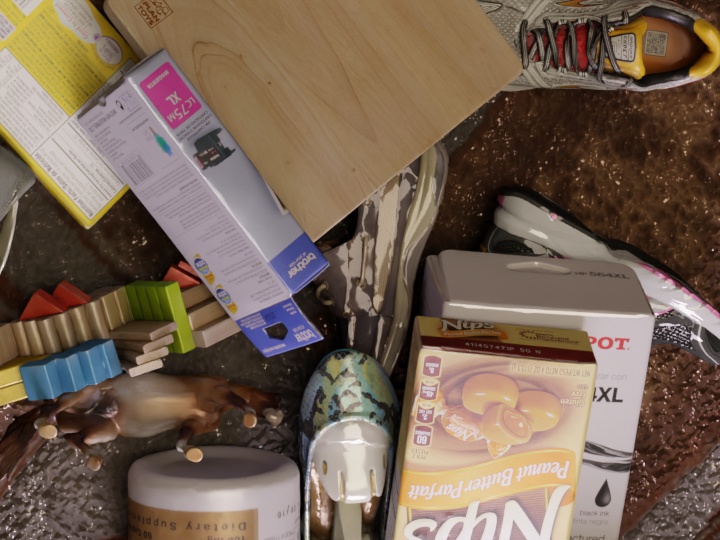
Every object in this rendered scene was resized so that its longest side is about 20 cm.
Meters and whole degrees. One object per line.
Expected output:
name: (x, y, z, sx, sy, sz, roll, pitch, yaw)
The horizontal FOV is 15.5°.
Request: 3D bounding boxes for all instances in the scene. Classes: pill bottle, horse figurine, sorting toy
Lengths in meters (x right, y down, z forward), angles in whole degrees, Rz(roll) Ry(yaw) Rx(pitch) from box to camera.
pill bottle: (-0.095, 0.224, 1.739, 0.114, 0.114, 0.201, -3, 99, -18)
horse figurine: (-0.144, 0.095, 1.712, 0.199, 0.133, 0.050, -5, 103, -5)
sorting toy: (-0.035, -0.145, 1.706, 0.199, 0.070, 0.200, -39, 93, -17)

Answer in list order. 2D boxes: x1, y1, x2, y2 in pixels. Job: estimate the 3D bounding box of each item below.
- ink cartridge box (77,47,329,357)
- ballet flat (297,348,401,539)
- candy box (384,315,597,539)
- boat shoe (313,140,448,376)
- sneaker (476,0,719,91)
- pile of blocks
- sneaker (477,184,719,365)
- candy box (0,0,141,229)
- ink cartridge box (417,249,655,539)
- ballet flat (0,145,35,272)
ink cartridge box: (-0.091, -0.039, 1.653, 0.042, 0.119, 0.200, -37, 96, -22)
ballet flat: (-0.006, 0.146, 1.741, 0.074, 0.074, 0.201, -12, 128, -16)
candy box: (0.080, 0.134, 1.705, 0.115, 0.055, 0.201, 5, 112, -4)
boat shoe: (0.000, 0.000, 1.770, 0.073, 0.074, 0.201, 16, 86, -8)
sneaker: (0.153, -0.159, 1.784, 0.199, 0.082, 0.078, -3, 99, -18)
pile of blocks: (-0.170, 0.035, 1.704, 0.199, 0.082, 0.063, -19, 103, -15)
sneaker: (0.162, 0.020, 1.827, 0.199, 0.080, 0.087, 29, 100, -12)
candy box: (-0.206, -0.134, 1.696, 0.102, 0.026, 0.200, -44, 108, -8)
ink cartridge box: (0.107, 0.098, 1.769, 0.145, 0.084, 0.201, 3, 113, -7)
ballet flat: (-0.268, 0.013, 1.677, 0.064, 0.067, 0.201, 30, 88, -27)
